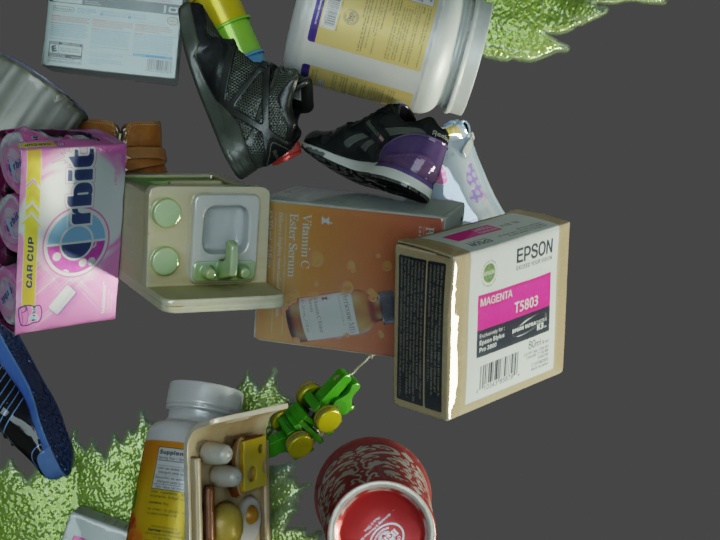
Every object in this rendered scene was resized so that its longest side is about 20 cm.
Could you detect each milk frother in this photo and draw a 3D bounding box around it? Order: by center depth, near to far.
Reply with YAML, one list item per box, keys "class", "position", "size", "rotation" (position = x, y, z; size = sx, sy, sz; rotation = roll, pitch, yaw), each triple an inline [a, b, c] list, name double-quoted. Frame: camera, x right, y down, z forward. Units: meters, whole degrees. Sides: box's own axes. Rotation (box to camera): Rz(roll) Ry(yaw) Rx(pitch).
- class: "milk frother"
  position: [-0.418, -0.144, 1.273]
  size: [0.180, 0.200, 0.189]
  rotation: [26, 78, 28]

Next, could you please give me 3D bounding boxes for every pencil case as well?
- class: "pencil case"
  position: [0.116, -0.064, 1.371]
  size: [0.090, 0.083, 0.201]
  rotation: [-26, 92, 11]

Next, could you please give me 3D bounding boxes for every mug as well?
- class: "mug"
  position: [0.013, 0.276, 1.311]
  size: [0.132, 0.200, 0.179]
  rotation: [15, 89, -3]

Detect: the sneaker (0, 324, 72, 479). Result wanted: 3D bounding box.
- class: "sneaker"
  position: [-0.385, 0.144, 1.367]
  size: [0.077, 0.070, 0.201]
  rotation: [-26, 87, 7]

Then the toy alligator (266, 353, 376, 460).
- class: "toy alligator"
  position: [-0.035, 0.151, 1.384]
  size: [0.200, 0.059, 0.054]
  rotation: [-42, 131, -1]

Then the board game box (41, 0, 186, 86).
- class: "board game box"
  position: [-0.261, -0.312, 1.367]
  size: [0.146, 0.064, 0.202]
  rotation: [6, 92, -3]

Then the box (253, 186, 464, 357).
- class: "box"
  position: [0.000, 0.000, 1.317]
  size: [0.198, 0.106, 0.154]
  rotation: [6, 102, 16]

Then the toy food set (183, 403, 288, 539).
- class: "toy food set"
  position: [-0.114, 0.242, 1.284]
  size: [0.060, 0.143, 0.202]
  rotation: [1, 92, 29]

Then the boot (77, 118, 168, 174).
- class: "boot"
  position: [-0.302, -0.087, 1.354]
  size: [0.198, 0.077, 0.157]
  rotation: [-2, 96, -7]

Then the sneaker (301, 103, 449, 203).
- class: "sneaker"
  position: [0.022, -0.135, 1.331]
  size: [0.076, 0.199, 0.088]
  rotation: [29, 85, -43]

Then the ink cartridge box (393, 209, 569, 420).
- class: "ink cartridge box"
  position: [0.122, 0.040, 1.241]
  size: [0.075, 0.199, 0.166]
  rotation: [15, 111, 41]

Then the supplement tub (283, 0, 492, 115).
- class: "supplement tub"
  position: [0.028, -0.251, 1.336]
  size: [0.198, 0.145, 0.147]
  rotation: [15, 90, -2]

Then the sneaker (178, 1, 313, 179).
- class: "sneaker"
  position: [-0.117, -0.204, 1.312]
  size: [0.114, 0.076, 0.200]
  rotation: [-25, 72, -2]

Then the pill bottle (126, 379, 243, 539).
- class: "pill bottle"
  position: [-0.181, 0.223, 1.339]
  size: [0.110, 0.111, 0.202]
  rotation: [9, 75, -2]

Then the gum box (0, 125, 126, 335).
- class: "gum box"
  position: [-0.304, -0.047, 1.259]
  size: [0.113, 0.066, 0.202]
  rotation: [-8, 114, -39]

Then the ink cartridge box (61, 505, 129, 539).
- class: "ink cartridge box"
  position: [-0.266, 0.384, 1.381]
  size: [0.172, 0.044, 0.201]
  rotation: [19, 90, -1]

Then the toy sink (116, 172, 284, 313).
- class: "toy sink"
  position: [-0.168, -0.037, 1.270]
  size: [0.129, 0.200, 0.113]
  rotation: [-2, 104, -26]

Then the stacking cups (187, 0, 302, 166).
- class: "stacking cups"
  position: [-0.125, -0.211, 1.374]
  size: [0.060, 0.061, 0.201]
  rotation: [-22, 92, -2]
